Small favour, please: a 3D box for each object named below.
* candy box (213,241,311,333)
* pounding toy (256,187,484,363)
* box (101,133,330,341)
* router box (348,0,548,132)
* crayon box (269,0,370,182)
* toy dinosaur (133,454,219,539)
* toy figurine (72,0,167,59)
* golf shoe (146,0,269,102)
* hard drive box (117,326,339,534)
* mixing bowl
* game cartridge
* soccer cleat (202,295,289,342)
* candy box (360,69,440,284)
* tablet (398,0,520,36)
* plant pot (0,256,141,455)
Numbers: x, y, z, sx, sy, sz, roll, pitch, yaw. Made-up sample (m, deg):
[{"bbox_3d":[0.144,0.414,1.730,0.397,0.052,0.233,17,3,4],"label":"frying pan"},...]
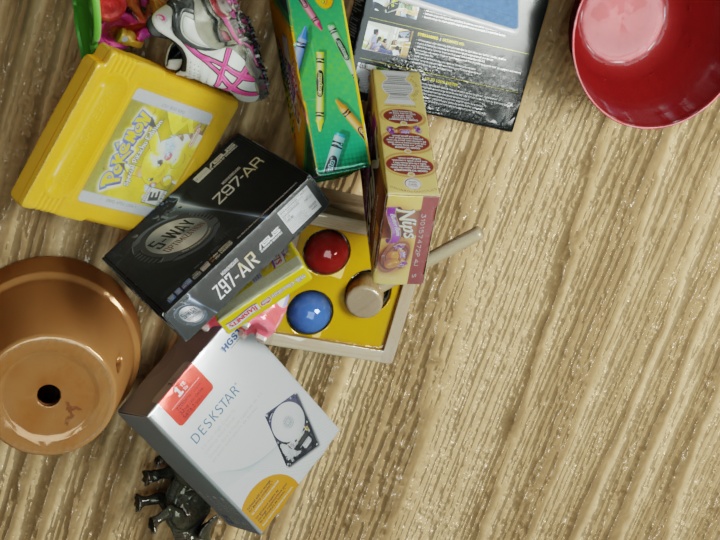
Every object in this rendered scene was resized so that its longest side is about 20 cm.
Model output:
[{"bbox_3d":[-0.124,-0.023,1.293,0.102,0.200,0.026,-32,128,1],"label":"candy box"},{"bbox_3d":[0.000,0.000,1.362,0.199,0.142,0.185,10,109,-17],"label":"pounding toy"},{"bbox_3d":[-0.149,-0.039,1.271,0.200,0.160,0.044,-44,128,-10],"label":"box"},{"bbox_3d":[0.086,-0.241,1.336,0.199,0.051,0.150,10,107,-17],"label":"router box"},{"bbox_3d":[-0.042,-0.193,1.255,0.058,0.119,0.201,-10,91,-10],"label":"crayon box"},{"bbox_3d":[-0.201,0.252,1.464,0.102,0.077,0.201,3,98,-34],"label":"toy dinosaur"},{"bbox_3d":[-0.187,-0.288,1.226,0.183,0.150,0.201,-13,136,-18],"label":"toy figurine"},{"bbox_3d":[-0.147,-0.220,1.240,0.092,0.200,0.073,-17,70,5],"label":"golf shoe"},{"bbox_3d":[-0.144,0.168,1.396,0.200,0.077,0.156,50,63,-24],"label":"hard drive box"},{"bbox_3d":[0.303,-0.263,1.348,0.199,0.108,0.201,-4,112,-11],"label":"mixing bowl"},{"bbox_3d":[-0.232,-0.124,1.260,0.200,0.032,0.177,12,113,-57],"label":"game cartridge"},{"bbox_3d":[-0.154,0.023,1.332,0.067,0.199,0.077,48,63,-43],"label":"soccer cleat"},{"bbox_3d":[0.036,-0.096,1.254,0.056,0.201,0.117,1,133,-8],"label":"candy box"},{"bbox_3d":[0.072,-0.315,1.277,0.199,0.131,0.014,14,149,-17],"label":"tablet"},{"bbox_3d":[-0.329,0.102,1.327,0.199,0.140,0.201,-4,111,-11],"label":"plant pot"}]
